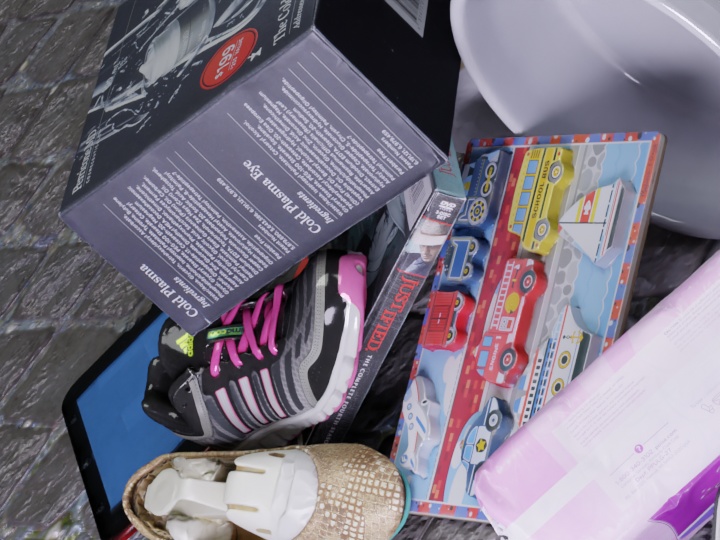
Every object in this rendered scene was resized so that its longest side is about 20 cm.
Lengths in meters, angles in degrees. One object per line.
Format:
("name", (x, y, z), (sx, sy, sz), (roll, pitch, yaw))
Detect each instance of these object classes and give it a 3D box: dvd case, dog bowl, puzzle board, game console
("dvd case", (0.000, 0.000, 1.577), (0.146, 0.022, 0.201), (-101, 31, -56))
("dog bowl", (0.147, -0.111, 1.444), (0.200, 0.200, 0.079), (0, 48, 54))
("puzzle board", (0.077, 0.027, 1.461), (0.150, 0.017, 0.201), (0, 73, 54))
("game console", (-0.130, 0.032, 1.720), (0.118, 0.173, 0.200), (-17, 27, -7))

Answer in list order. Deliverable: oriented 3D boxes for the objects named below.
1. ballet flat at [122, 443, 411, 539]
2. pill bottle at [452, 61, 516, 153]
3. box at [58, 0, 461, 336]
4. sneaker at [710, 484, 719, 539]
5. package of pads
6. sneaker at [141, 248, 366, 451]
("ballet flat", (-0.058, 0.123, 1.529), (0.199, 0.065, 0.071), (-13, 66, 50))
("pill bottle", (0.057, -0.179, 1.653), (0.119, 0.120, 0.201), (-33, 67, 19))
("box", (-0.046, -0.099, 1.521), (0.182, 0.104, 0.201), (-35, 26, 28))
("sneaker", (0.196, 0.131, 1.166), (0.115, 0.076, 0.201), (-30, 27, 29))
("package of pads", (0.146, 0.060, 1.286), (0.200, 0.076, 0.121), (-42, -16, 2))
("sneaker", (-0.060, 0.043, 1.539), (0.200, 0.087, 0.074), (134, 148, -56))
